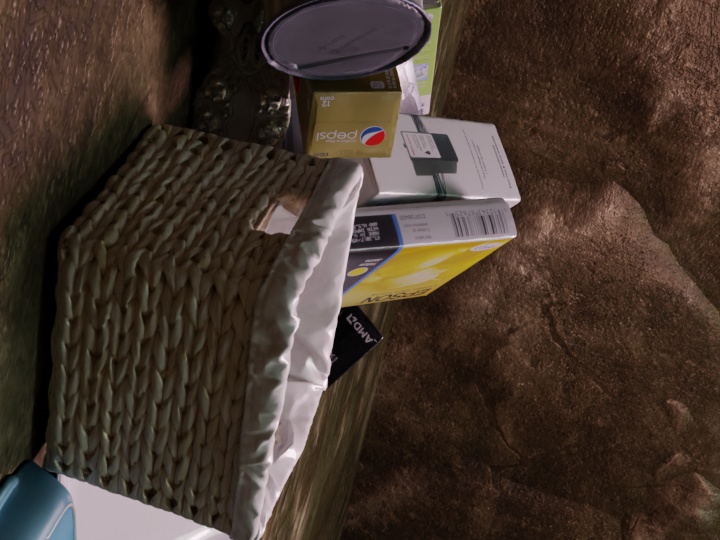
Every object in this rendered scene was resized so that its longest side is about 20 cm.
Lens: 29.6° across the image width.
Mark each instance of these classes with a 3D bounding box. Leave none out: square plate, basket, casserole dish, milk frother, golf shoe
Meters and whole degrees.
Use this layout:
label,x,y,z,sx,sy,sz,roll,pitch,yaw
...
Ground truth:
label,x,y,z,sx,sy,sz,roll,pitch,yaw
square plate,-0.161,0.175,1.049,0.199,0.028,0.200,-26,138,-42
basket,-0.102,0.032,0.914,0.199,0.159,0.202,-66,169,-58
casserole dish,-0.223,0.219,0.901,0.122,0.038,0.202,-67,170,-50
milk frother,-0.027,-0.256,0.873,0.198,0.179,0.191,12,64,-43
golf shoe,-0.080,-0.168,1.045,0.098,0.077,0.202,-76,179,-53

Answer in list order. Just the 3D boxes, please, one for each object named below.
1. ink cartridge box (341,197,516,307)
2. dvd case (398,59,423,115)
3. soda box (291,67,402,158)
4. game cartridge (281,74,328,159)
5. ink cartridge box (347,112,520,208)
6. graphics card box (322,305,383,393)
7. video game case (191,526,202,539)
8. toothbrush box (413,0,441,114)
label,x,y,z,sx,sy,sz,roll,pitch,yaw
ink cartridge box,0.000,0.000,1.169,0.200,0.196,0.048,-40,-116,50
dvd case,-0.016,-0.178,1.220,0.150,0.025,0.202,-37,138,-22
soda box,-0.019,-0.176,1.031,0.065,0.067,0.202,99,-15,-46
game cartridge,-0.067,-0.068,1.083,0.133,0.040,0.201,-39,-148,24
ink cartridge box,0.021,-0.068,1.202,0.198,0.084,0.146,0,155,-46
graphics card box,-0.072,0.117,1.385,0.199,0.051,0.125,-40,-178,-9
video game case,-0.181,0.319,1.219,0.201,0.023,0.182,-56,163,-8
toothbrush box,0.027,-0.271,1.422,0.201,0.085,0.148,89,-8,-66
